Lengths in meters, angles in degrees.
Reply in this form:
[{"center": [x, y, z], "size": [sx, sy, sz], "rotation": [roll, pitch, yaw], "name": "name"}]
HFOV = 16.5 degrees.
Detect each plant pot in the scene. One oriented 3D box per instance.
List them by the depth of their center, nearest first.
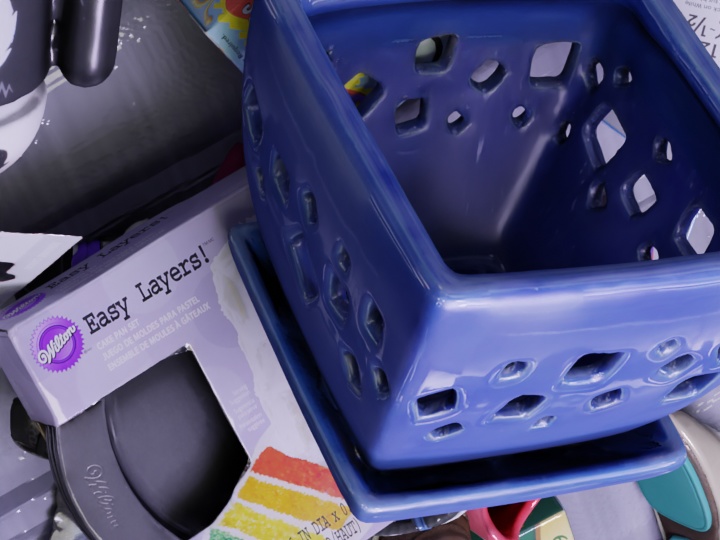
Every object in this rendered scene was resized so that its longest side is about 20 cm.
[{"center": [0.057, -0.008, 1.094], "size": [0.199, 0.201, 0.180], "rotation": [-8, 140, -26], "name": "plant pot"}]

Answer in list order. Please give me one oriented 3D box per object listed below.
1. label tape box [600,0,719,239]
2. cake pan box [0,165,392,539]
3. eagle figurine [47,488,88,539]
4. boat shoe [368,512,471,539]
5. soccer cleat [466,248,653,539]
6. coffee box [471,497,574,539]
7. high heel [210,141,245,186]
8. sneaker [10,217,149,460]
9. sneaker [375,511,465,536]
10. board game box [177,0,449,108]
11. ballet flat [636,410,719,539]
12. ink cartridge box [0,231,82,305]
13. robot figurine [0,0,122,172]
[{"center": [0.155, -0.125, 1.218], "size": [0.066, 0.143, 0.201], "rotation": [15, 117, 1], "name": "label tape box"}, {"center": [-0.059, 0.059, 1.189], "size": [0.199, 0.052, 0.185], "rotation": [-31, 101, -21], "name": "cake pan box"}, {"center": [-0.105, 0.193, 1.324], "size": [0.150, 0.201, 0.152], "rotation": [17, 156, 4], "name": "eagle figurine"}, {"center": [0.016, 0.216, 1.358], "size": [0.074, 0.075, 0.203], "rotation": [1, 116, -23], "name": "boat shoe"}, {"center": [0.110, 0.059, 1.358], "size": [0.066, 0.077, 0.201], "rotation": [20, 110, -33], "name": "soccer cleat"}, {"center": [0.040, 0.213, 1.440], "size": [0.199, 0.044, 0.123], "rotation": [-26, 126, -9], "name": "coffee box"}, {"center": [0.000, 0.000, 1.287], "size": [0.199, 0.067, 0.097], "rotation": [14, 86, -45], "name": "high heel"}, {"center": [-0.123, 0.083, 1.243], "size": [0.099, 0.070, 0.201], "rotation": [-16, 94, -4], "name": "sneaker"}, {"center": [0.062, 0.093, 1.302], "size": [0.199, 0.076, 0.077], "rotation": [-16, 169, 21], "name": "sneaker"}, {"center": [0.014, -0.165, 1.158], "size": [0.200, 0.103, 0.105], "rotation": [-41, 128, 3], "name": "board game box"}, {"center": [0.205, 0.139, 1.468], "size": [0.069, 0.070, 0.201], "rotation": [-25, 129, -9], "name": "ballet flat"}, {"center": [-0.243, -0.019, 1.097], "size": [0.199, 0.162, 0.057], "rotation": [-3, 78, -25], "name": "ink cartridge box"}, {"center": [-0.192, -0.129, 1.068], "size": [0.125, 0.150, 0.201], "rotation": [-28, 134, -46], "name": "robot figurine"}]
